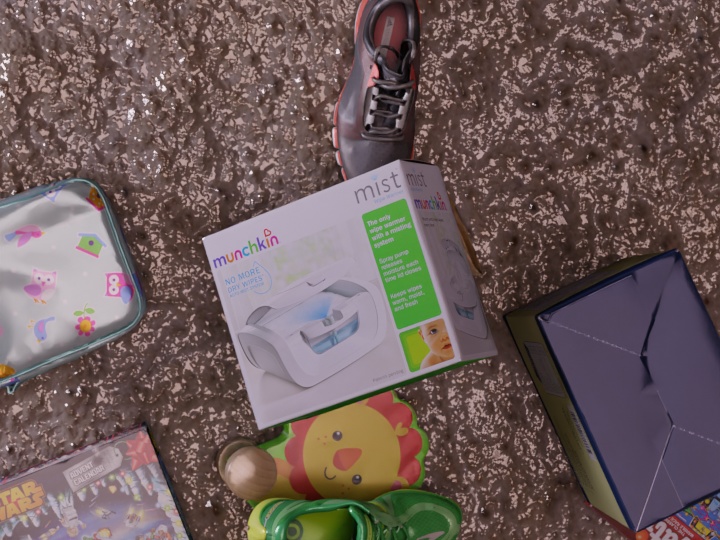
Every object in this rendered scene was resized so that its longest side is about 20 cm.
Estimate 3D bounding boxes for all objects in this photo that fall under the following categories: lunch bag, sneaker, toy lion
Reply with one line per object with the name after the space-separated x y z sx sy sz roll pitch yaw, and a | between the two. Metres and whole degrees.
-0.296 0.017 1.372 0.199 0.077 0.161 -22 98 -4 | lunch bag
0.018 -0.158 1.391 0.076 0.082 0.202 2 94 -7 | sneaker
-0.023 0.202 1.433 0.191 0.069 0.201 -19 97 -13 | toy lion
0.002 0.235 1.371 0.199 0.083 0.075 0 91 -21 | sneaker

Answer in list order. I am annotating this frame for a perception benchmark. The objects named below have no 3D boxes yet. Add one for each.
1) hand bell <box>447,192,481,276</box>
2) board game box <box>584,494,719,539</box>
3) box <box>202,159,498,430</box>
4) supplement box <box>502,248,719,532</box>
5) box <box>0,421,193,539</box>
0.000 0.000 1.414 0.199 0.104 0.105 -26 98 9 | hand bell
0.322 0.246 1.494 0.200 0.019 0.103 39 90 -8 | board game box
-0.009 0.021 1.332 0.199 0.097 0.178 -19 83 23 | box
0.237 0.101 1.370 0.134 0.200 0.201 -24 90 -3 | supplement box
-0.262 0.238 1.413 0.199 0.040 0.138 -22 96 -4 | box
